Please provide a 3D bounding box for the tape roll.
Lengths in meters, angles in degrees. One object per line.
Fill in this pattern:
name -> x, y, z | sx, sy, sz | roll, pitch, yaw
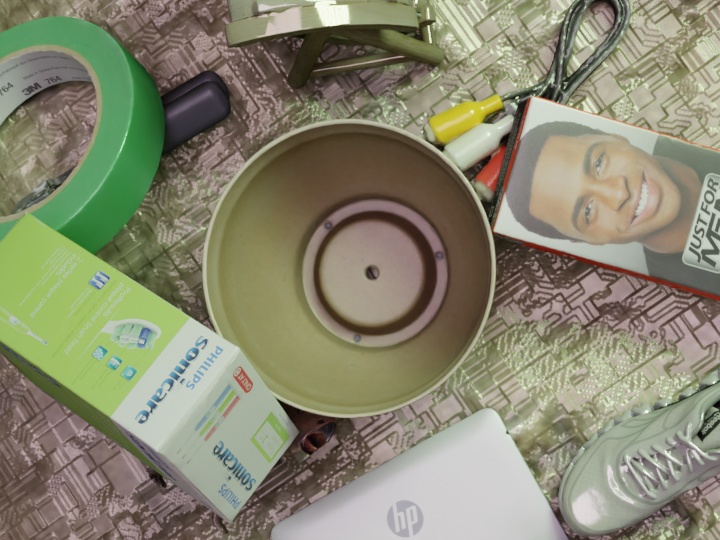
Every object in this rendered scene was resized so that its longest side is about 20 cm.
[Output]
tape roll -> -0.244, -0.093, 0.997 | 0.200, 0.048, 0.201 | -10, 63, 20

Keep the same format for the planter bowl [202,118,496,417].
planter bowl -> 0.000, 0.000, 0.952 | 0.200, 0.135, 0.201 | 0, 89, 8

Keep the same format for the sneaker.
sneaker -> 0.226, 0.124, 0.942 | 0.200, 0.081, 0.075 | -35, 85, 8

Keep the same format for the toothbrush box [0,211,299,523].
toothbrush box -> -0.158, 0.067, 0.902 | 0.200, 0.146, 0.086 | 31, 73, 27

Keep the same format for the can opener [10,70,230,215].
can opener -> -0.182, -0.078, 1.035 | 0.200, 0.053, 0.067 | -29, 117, 7

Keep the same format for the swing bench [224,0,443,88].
swing bench -> -0.026, -0.247, 0.929 | 0.130, 0.200, 0.199 | -9, 87, 9

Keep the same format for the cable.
cable -> 0.134, -0.121, 0.976 | 0.200, 0.050, 0.097 | -42, 83, 7

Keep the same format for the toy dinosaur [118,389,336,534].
toy dinosaur -> -0.109, 0.101, 0.999 | 0.200, 0.086, 0.136 | 41, 85, 23

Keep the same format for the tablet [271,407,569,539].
tablet -> 0.045, 0.205, 1.002 | 0.200, 0.014, 0.130 | -30, 84, 7

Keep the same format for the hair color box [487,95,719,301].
hair color box -> 0.197, -0.046, 0.940 | 0.200, 0.061, 0.102 | 15, 91, -2
